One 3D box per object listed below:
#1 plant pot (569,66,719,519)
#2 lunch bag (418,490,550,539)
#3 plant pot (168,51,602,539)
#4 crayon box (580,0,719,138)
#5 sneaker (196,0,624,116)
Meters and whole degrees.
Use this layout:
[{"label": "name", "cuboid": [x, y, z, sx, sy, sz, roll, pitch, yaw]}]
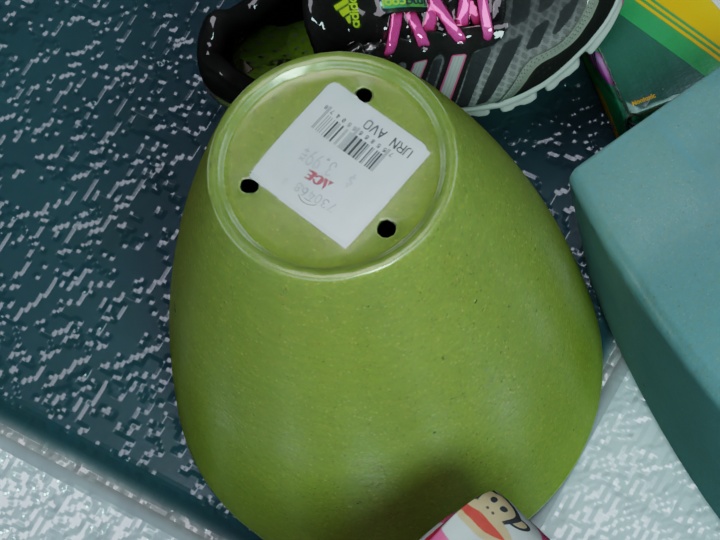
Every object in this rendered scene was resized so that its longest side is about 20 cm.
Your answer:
[{"label": "plant pot", "cuboid": [0.179, 0.024, 0.998, 0.141, 0.141, 0.200, -35, 59, -9]}, {"label": "lunch bag", "cuboid": [0.008, 0.175, 0.926, 0.082, 0.176, 0.200, 40, 77, 21]}, {"label": "plant pot", "cuboid": [0.000, 0.000, 0.991, 0.186, 0.200, 0.188, -3, 66, 6]}, {"label": "crayon box", "cuboid": [0.187, -0.138, 1.106, 0.199, 0.058, 0.119, -21, 66, -2]}, {"label": "sneaker", "cuboid": [0.015, -0.105, 1.070, 0.199, 0.087, 0.074, -15, 73, 23]}]
